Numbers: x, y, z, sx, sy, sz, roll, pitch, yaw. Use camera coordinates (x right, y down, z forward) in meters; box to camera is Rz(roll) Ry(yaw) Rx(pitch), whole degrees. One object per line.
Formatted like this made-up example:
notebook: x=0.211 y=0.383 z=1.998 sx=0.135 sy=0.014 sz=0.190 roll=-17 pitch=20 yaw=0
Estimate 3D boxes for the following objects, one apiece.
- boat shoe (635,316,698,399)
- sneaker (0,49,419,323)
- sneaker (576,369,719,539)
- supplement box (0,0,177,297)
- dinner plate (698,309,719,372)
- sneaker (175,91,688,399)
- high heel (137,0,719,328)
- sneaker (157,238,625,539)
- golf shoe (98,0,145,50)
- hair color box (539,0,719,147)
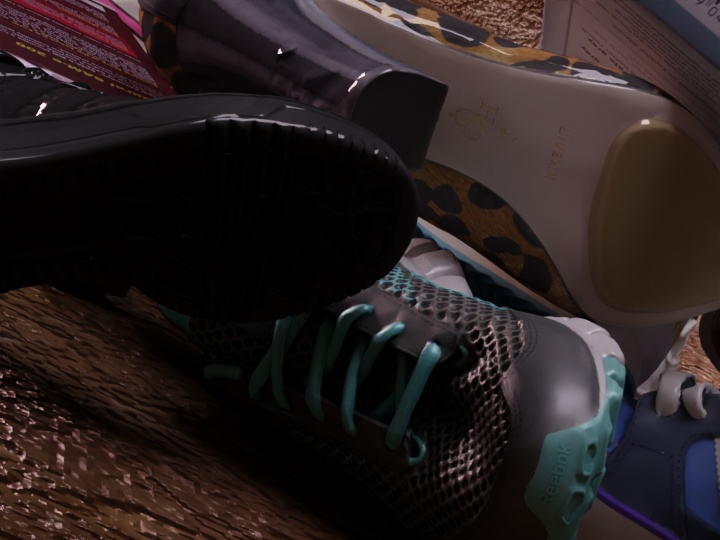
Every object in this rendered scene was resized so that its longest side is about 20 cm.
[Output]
boat shoe: x=0.100 y=0.011 z=0.977 sx=0.071 sy=0.069 sz=0.200 roll=29 pitch=8 yaw=11
sneaker: x=-0.093 y=-0.033 z=0.614 sx=0.199 sy=0.060 sz=0.104 roll=-4 pitch=32 yaw=-20
sneaker: x=0.146 y=0.040 z=0.729 sx=0.200 sy=0.147 sz=0.081 roll=31 pitch=10 yaw=15
supplement box: x=-0.126 y=-0.063 z=0.802 sx=0.109 sy=0.061 sz=0.200 roll=23 pitch=9 yaw=-18
dinner plate: x=0.218 y=0.029 z=0.846 sx=0.200 sy=0.024 sz=0.200 roll=11 pitch=-22 yaw=4
sneaker: x=0.023 y=-0.034 z=0.813 sx=0.200 sy=0.077 sz=0.081 roll=39 pitch=55 yaw=0
high heel: x=0.030 y=-0.045 z=0.751 sx=0.200 sy=0.072 sz=0.143 roll=21 pitch=7 yaw=-40
sneaker: x=-0.001 y=0.028 z=0.652 sx=0.091 sy=0.078 sz=0.200 roll=19 pitch=3 yaw=-23
golf shoe: x=-0.062 y=-0.081 z=0.982 sx=0.200 sy=0.092 sz=0.073 roll=31 pitch=10 yaw=15
hair color box: x=0.114 y=-0.060 z=0.798 sx=0.099 sy=0.061 sz=0.200 roll=42 pitch=-10 yaw=12
